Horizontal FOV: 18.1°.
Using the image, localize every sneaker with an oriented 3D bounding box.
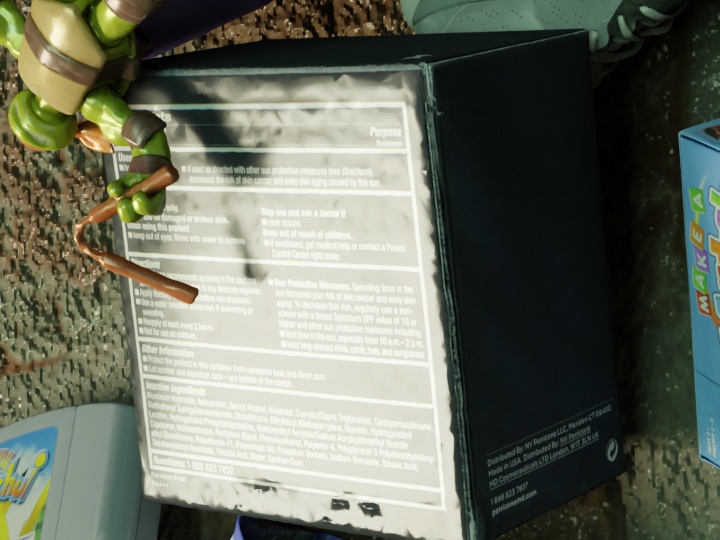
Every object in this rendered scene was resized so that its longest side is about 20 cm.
[{"bbox_3d":[0.107,-0.091,1.006,0.199,0.075,0.117,-8,85,43],"label":"sneaker"}]

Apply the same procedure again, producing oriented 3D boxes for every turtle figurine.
[{"bbox_3d":[-0.111,-0.094,0.942,0.200,0.064,0.162,46,137,15],"label":"turtle figurine"}]

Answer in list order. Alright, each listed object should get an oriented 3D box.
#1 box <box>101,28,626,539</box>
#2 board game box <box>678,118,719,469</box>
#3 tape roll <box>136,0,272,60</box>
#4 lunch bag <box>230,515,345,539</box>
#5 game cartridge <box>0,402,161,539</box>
[{"bbox_3d":[0.000,0.000,0.991,0.199,0.123,0.200,4,105,41],"label":"box"},{"bbox_3d":[0.197,0.038,0.865,0.200,0.036,0.153,31,134,54],"label":"board game box"},{"bbox_3d":[-0.118,-0.197,1.036,0.085,0.201,0.201,-27,64,-17],"label":"tape roll"},{"bbox_3d":[-0.016,0.217,1.024,0.199,0.123,0.172,23,99,50],"label":"lunch bag"},{"bbox_3d":[-0.181,0.143,1.156,0.199,0.040,0.134,-24,43,34],"label":"game cartridge"}]
